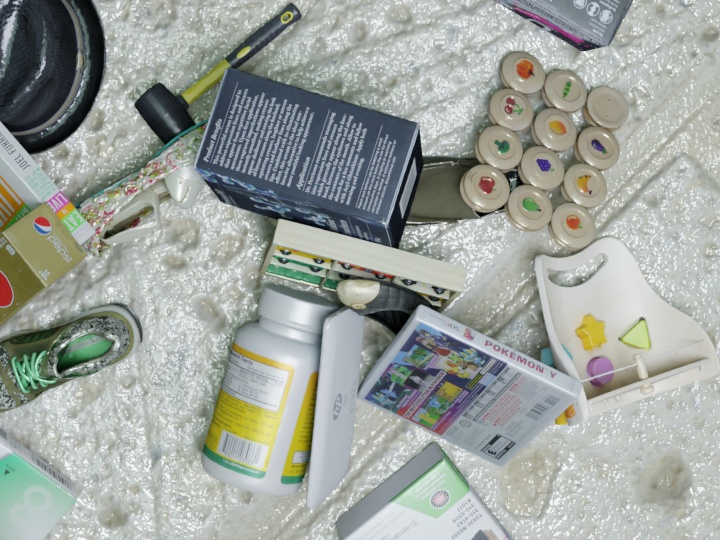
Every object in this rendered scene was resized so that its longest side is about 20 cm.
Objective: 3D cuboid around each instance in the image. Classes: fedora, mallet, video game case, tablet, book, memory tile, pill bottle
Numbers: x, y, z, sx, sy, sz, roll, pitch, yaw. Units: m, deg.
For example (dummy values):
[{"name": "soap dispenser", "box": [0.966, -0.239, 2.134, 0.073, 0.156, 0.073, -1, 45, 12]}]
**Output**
[{"name": "fedora", "box": [-0.351, -0.216, 1.330, 0.198, 0.092, 0.203, 0, 95, -5]}, {"name": "mallet", "box": [-0.138, -0.202, 1.383, 0.199, 0.041, 0.066, -33, 96, -5]}, {"name": "video game case", "box": [0.107, 0.123, 1.364, 0.181, 0.200, 0.023, 26, 57, -4]}, {"name": "tablet", "box": [-0.023, 0.135, 1.372, 0.014, 0.130, 0.202, 9, 102, 15]}, {"name": "book", "box": [-0.357, -0.090, 1.323, 0.200, 0.133, 0.048, 49, 58, -6]}, {"name": "memory tile", "box": [0.196, -0.128, 1.382, 0.152, 0.017, 0.201, 23, 64, -7]}, {"name": "pill bottle", "box": [-0.089, 0.122, 1.379, 0.112, 0.113, 0.202, 15, 94, -6]}]

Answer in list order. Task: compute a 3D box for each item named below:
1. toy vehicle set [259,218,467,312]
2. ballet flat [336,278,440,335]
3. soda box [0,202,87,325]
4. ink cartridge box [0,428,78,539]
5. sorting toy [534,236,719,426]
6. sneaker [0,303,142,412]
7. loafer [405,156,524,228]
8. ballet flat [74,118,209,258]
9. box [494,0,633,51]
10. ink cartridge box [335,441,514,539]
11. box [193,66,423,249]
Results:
[{"name": "toy vehicle set", "box": [0.000, 0.000, 1.369, 0.198, 0.124, 0.027, 14, 74, -6]}, {"name": "ballet flat", "box": [0.046, 0.056, 1.367, 0.199, 0.066, 0.057, 32, 65, -43]}, {"name": "soda box", "box": [-0.357, 0.012, 1.310, 0.199, 0.064, 0.068, -31, 100, 44]}, {"name": "ink cartridge box", "box": [-0.421, 0.259, 1.378, 0.161, 0.050, 0.200, 42, 88, -23]}, {"name": "sorting toy", "box": [0.257, 0.058, 1.410, 0.199, 0.107, 0.182, -13, 82, -32]}, {"name": "sneaker", "box": [-0.325, 0.093, 1.366, 0.199, 0.089, 0.077, -26, 96, 0]}, {"name": "loafer", "box": [0.101, -0.088, 1.396, 0.198, 0.070, 0.076, -11, 96, -4]}, {"name": "ballet flat", "box": [-0.210, -0.078, 1.365, 0.199, 0.076, 0.064, -33, 67, 7]}, {"name": "box", "box": [0.187, -0.329, 1.358, 0.199, 0.115, 0.133, 28, 94, -6]}, {"name": "ink cartridge box", "box": [0.090, 0.313, 1.428, 0.144, 0.084, 0.200, -38, 98, 0]}, {"name": "box", "box": [-0.046, -0.105, 1.313, 0.198, 0.148, 0.108, 17, 82, 8]}]
